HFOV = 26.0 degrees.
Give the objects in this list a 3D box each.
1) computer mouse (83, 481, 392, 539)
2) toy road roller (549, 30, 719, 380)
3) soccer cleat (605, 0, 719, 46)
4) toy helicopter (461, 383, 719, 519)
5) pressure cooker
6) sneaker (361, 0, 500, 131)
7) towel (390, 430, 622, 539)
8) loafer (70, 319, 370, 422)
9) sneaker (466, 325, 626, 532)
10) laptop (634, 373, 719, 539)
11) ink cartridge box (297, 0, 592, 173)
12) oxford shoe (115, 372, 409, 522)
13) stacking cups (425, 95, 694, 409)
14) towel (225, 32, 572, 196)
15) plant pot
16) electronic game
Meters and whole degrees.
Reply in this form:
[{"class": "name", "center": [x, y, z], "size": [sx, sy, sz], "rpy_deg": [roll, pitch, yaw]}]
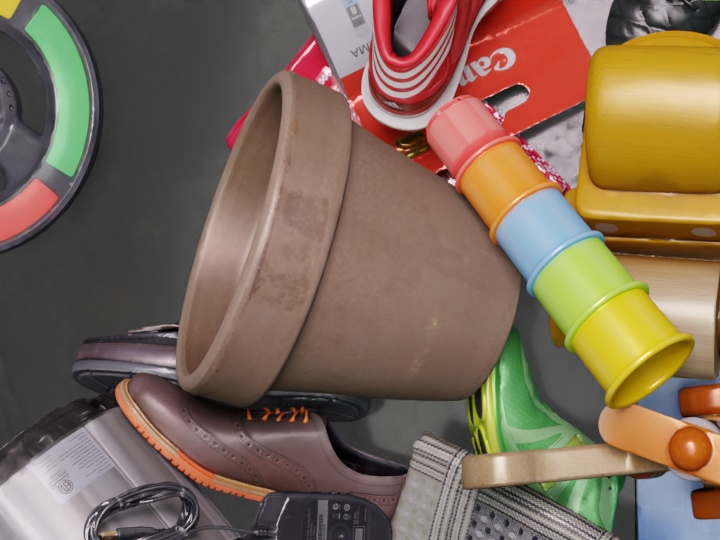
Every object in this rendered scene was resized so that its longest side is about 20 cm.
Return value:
[{"class": "computer mouse", "center": [-0.071, 0.157, 0.935], "size": [0.199, 0.034, 0.059], "rpy_deg": [9, 81, -26]}, {"class": "toy road roller", "center": [0.177, -0.047, 0.919], "size": [0.122, 0.146, 0.202], "rpy_deg": [3, 70, 18]}, {"class": "soccer cleat", "center": [0.223, -0.209, 0.971], "size": [0.067, 0.081, 0.200], "rpy_deg": [42, 95, 9]}, {"class": "toy helicopter", "center": [0.157, 0.109, 0.894], "size": [0.198, 0.132, 0.080], "rpy_deg": [-5, 84, -5]}, {"class": "pressure cooker", "center": [-0.161, 0.201, 0.978], "size": [0.176, 0.179, 0.200], "rpy_deg": [-43, 81, 3]}, {"class": "sneaker", "center": [0.055, -0.190, 0.917], "size": [0.078, 0.116, 0.202], "rpy_deg": [13, 73, 2]}, {"class": "towel", "center": [0.081, 0.226, 0.957], "size": [0.192, 0.034, 0.201], "rpy_deg": [28, 113, 24]}, {"class": "loafer", "center": [-0.089, 0.059, 1.034], "size": [0.198, 0.072, 0.063], "rpy_deg": [6, 66, 5]}, {"class": "sneaker", "center": [0.121, 0.125, 0.991], "size": [0.083, 0.074, 0.201], "rpy_deg": [-19, 89, -7]}, {"class": "laptop", "center": [0.269, 0.091, 0.941], "size": [0.115, 0.200, 0.189], "rpy_deg": [1, 88, -24]}, {"class": "ink cartridge box", "center": [0.047, -0.176, 1.002], "size": [0.159, 0.047, 0.201], "rpy_deg": [-25, 79, -2]}, {"class": "oxford shoe", "center": [-0.060, 0.107, 0.996], "size": [0.199, 0.071, 0.073], "rpy_deg": [30, 105, -16]}, {"class": "stacking cups", "center": [0.101, -0.015, 0.882], "size": [0.060, 0.060, 0.200], "rpy_deg": [-41, 65, 6]}, {"class": "towel", "center": [0.022, -0.071, 1.033], "size": [0.200, 0.022, 0.145], "rpy_deg": [45, 97, 8]}, {"class": "plant pot", "center": [0.000, 0.000, 0.941], "size": [0.173, 0.200, 0.202], "rpy_deg": [17, 91, -13]}, {"class": "electronic game", "center": [-0.273, -0.109, 1.076], "size": [0.198, 0.042, 0.202], "rpy_deg": [0, 88, 10]}]
